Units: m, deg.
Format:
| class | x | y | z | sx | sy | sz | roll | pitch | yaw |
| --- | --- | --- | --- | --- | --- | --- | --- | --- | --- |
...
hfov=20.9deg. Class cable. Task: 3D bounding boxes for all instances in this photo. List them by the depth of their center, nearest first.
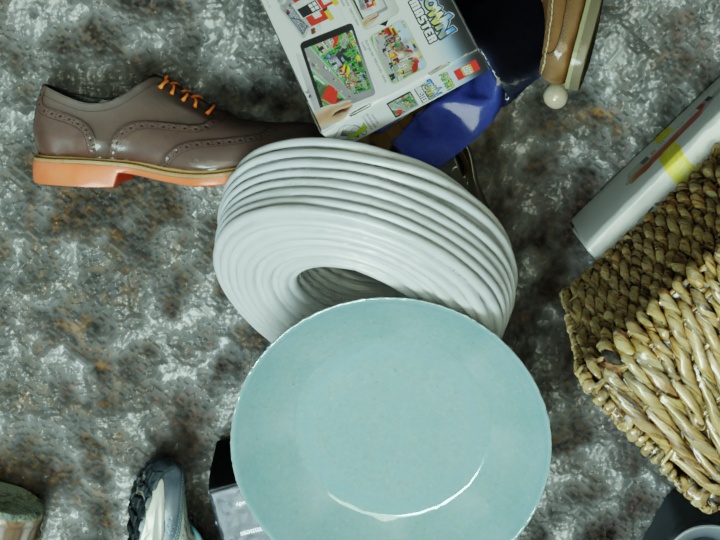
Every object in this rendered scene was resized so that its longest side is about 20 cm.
| class | x | y | z | sx | sy | sz | roll | pitch | yaw |
| --- | --- | --- | --- | --- | --- | --- | --- | --- | --- |
| cable | 0.000 | 0.000 | 1.237 | 0.199 | 0.200 | 0.069 | 23 | 59 | -6 |

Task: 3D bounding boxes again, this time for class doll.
| class | x | y | z | sx | sy | sz | roll | pitch | yaw |
| --- | --- | --- | --- | --- | --- | --- | --- | --- | --- |
| doll | 0.073 | -0.143 | 1.246 | 0.200 | 0.048 | 0.136 | -42 | 79 | -12 |

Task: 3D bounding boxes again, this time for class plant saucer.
| class | x | y | z | sx | sy | sz | roll | pitch | yaw |
| --- | --- | --- | --- | --- | --- | --- | --- | --- | --- |
| plant saucer | 0.019 | 0.104 | 1.223 | 0.200 | 0.039 | 0.202 | 1 | 110 | 2 |

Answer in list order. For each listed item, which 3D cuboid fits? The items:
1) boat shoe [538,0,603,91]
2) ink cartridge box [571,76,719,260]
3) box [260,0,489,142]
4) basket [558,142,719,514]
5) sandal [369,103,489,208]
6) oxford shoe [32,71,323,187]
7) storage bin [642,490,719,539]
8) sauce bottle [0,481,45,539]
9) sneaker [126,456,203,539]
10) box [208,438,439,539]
| class | x | y | z | sx | sy | sz | roll | pitch | yaw |
| --- | --- | --- | --- | --- | --- | --- | --- | --- | --- |
| boat shoe | 0.122 | -0.200 | 1.215 | 0.068 | 0.072 | 0.201 | 10 | 59 | 1 |
| ink cartridge box | 0.260 | -0.042 | 1.280 | 0.145 | 0.083 | 0.200 | 44 | 100 | -9 |
| box | -0.011 | -0.186 | 1.219 | 0.110 | 0.035 | 0.201 | -26 | 69 | 6 |
| basket | 0.219 | 0.037 | 1.153 | 0.149 | 0.200 | 0.143 | -43 | 99 | 11 |
| sandal | 0.031 | -0.074 | 1.287 | 0.081 | 0.055 | 0.201 | -23 | 101 | 5 |
| oxford shoe | -0.117 | -0.093 | 1.276 | 0.199 | 0.071 | 0.073 | -1 | 98 | 0 |
| storage bin | 0.266 | 0.242 | 1.321 | 0.199 | 0.134 | 0.146 | 25 | 102 | -5 |
| sauce bottle | -0.271 | 0.249 | 1.357 | 0.064 | 0.065 | 0.201 | 14 | 102 | -3 |
| sneaker | -0.117 | 0.219 | 1.354 | 0.086 | 0.078 | 0.201 | -4 | 111 | -9 |
| box | -0.007 | 0.205 | 1.327 | 0.147 | 0.104 | 0.201 | -14 | 103 | 3 |
